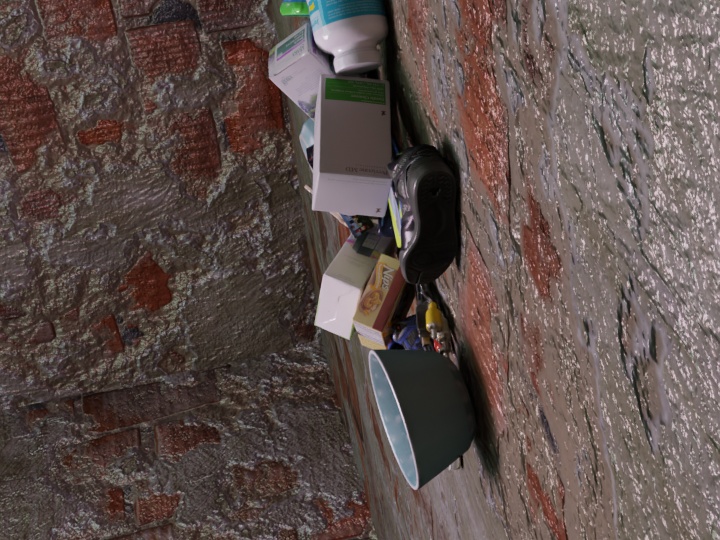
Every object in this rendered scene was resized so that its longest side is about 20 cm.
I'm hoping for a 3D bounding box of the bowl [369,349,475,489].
[{"bbox_3d":[0.092,0.192,1.554,0.201,0.105,0.201,162,90,-81],"label":"bowl"}]

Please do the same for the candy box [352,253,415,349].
[{"bbox_3d":[0.040,0.058,1.771,0.200,0.055,0.116,72,-139,-74],"label":"candy box"}]

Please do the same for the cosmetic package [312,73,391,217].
[{"bbox_3d":[-0.012,-0.179,1.588,0.085,0.107,0.200,103,168,-50],"label":"cosmetic package"}]

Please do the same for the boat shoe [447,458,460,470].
[{"bbox_3d":[0.110,0.226,1.728,0.071,0.069,0.201,-118,18,-71],"label":"boat shoe"}]

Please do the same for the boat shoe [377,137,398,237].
[{"bbox_3d":[0.033,-0.145,1.748,0.084,0.068,0.200,88,168,-57],"label":"boat shoe"}]

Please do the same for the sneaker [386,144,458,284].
[{"bbox_3d":[0.080,-0.080,1.442,0.114,0.076,0.200,-106,11,-48],"label":"sneaker"}]

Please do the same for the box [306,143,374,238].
[{"bbox_3d":[-0.034,-0.133,1.745,0.137,0.038,0.200,59,-177,-12],"label":"box"}]

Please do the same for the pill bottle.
[{"bbox_3d":[-0.022,-0.389,1.612,0.111,0.110,0.201,144,114,-83],"label":"pill bottle"}]

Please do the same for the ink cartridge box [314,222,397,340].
[{"bbox_3d":[0.000,0.000,1.795,0.200,0.067,0.117,-57,-15,-47],"label":"ink cartridge box"}]

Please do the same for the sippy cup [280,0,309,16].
[{"bbox_3d":[-0.059,-0.470,1.764,0.140,0.177,0.131,-19,-68,-60],"label":"sippy cup"}]

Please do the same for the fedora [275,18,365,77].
[{"bbox_3d":[-0.047,-0.360,1.848,0.200,0.177,0.091,43,114,53],"label":"fedora"}]

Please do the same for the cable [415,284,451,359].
[{"bbox_3d":[0.109,0.048,1.656,0.097,0.050,0.200,64,-161,-49],"label":"cable"}]

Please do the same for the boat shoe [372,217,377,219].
[{"bbox_3d":[0.005,-0.134,2.022,0.199,0.074,0.066,-125,43,-77],"label":"boat shoe"}]

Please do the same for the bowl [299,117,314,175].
[{"bbox_3d":[-0.036,-0.202,1.915,0.201,0.105,0.201,156,90,-85],"label":"bowl"}]

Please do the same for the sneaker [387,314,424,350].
[{"bbox_3d":[0.081,0.126,1.769,0.200,0.078,0.075,87,170,-53],"label":"sneaker"}]

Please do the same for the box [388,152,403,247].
[{"bbox_3d":[0.073,-0.099,1.578,0.200,0.048,0.122,151,107,-84],"label":"box"}]

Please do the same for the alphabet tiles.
[{"bbox_3d":[-0.017,-0.080,1.949,0.195,0.015,0.200,39,-178,5],"label":"alphabet tiles"}]

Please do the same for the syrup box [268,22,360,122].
[{"bbox_3d":[-0.046,-0.273,1.694,0.200,0.079,0.082,41,-150,-35],"label":"syrup box"}]
